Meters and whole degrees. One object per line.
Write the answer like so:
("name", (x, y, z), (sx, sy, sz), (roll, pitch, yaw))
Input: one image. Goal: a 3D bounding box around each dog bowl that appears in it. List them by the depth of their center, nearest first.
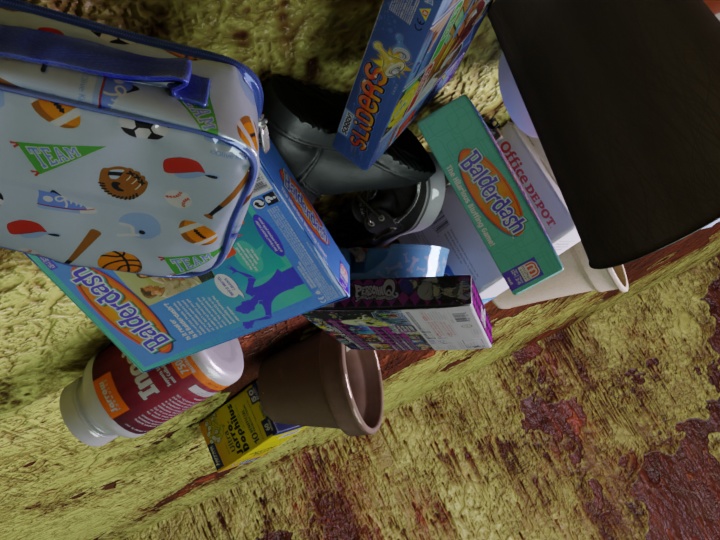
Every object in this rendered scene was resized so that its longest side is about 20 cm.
("dog bowl", (0.000, 0.000, 0.766), (0.200, 0.050, 0.111), (0, 175, 5))

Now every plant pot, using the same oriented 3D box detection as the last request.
("plant pot", (0.272, -0.031, 1.016), (0.183, 0.201, 0.200), (-23, 165, 25))
("plant pot", (-0.071, 0.187, 1.147), (0.174, 0.201, 0.200), (-14, 166, 17))

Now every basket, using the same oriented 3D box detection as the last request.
("basket", (0.190, -0.132, 0.486), (0.180, 0.200, 0.136), (-34, -176, -5))

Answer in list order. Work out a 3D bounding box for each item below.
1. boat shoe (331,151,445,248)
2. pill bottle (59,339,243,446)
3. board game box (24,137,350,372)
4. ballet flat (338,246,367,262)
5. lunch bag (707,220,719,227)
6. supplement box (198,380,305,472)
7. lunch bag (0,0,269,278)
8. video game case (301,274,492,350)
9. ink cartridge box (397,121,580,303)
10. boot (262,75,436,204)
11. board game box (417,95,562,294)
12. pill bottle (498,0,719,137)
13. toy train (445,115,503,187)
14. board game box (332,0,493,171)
("boat shoe", (0.019, -0.066, 0.713), (0.066, 0.070, 0.200), (-11, 174, -23))
("pill bottle", (-0.248, 0.126, 0.804), (0.200, 0.113, 0.113), (-31, 162, 11))
("board game box", (-0.130, -0.010, 0.530), (0.200, 0.045, 0.152), (-20, 127, 14))
("ballet flat", (-0.008, 0.016, 0.919), (0.076, 0.064, 0.200), (-28, 162, 0))
("lunch bag", (0.367, -0.143, 0.789), (0.169, 0.200, 0.127), (-14, 158, -32))
("supplement box", (-0.208, 0.302, 1.348), (0.200, 0.109, 0.109), (-39, 159, 31))
("lunch bag", (-0.150, -0.069, 0.375), (0.200, 0.076, 0.160), (9, 147, -18))
("video game case", (0.046, 0.053, 0.753), (0.181, 0.036, 0.200), (-3, 161, 16))
("ink cartridge box", (0.156, -0.056, 0.820), (0.200, 0.145, 0.084), (-38, 159, 32))
("boot", (-0.051, -0.072, 0.593), (0.200, 0.077, 0.168), (6, 140, -47))
("board game box", (0.117, -0.072, 0.604), (0.045, 0.152, 0.200), (-29, -177, 16))
("pill bottle", (0.230, -0.192, 0.607), (0.200, 0.112, 0.112), (-22, 161, -12))
("toy train", (0.087, -0.104, 0.773), (0.046, 0.034, 0.200), (-11, 156, -49))
("board game box", (0.052, -0.170, 0.448), (0.135, 0.034, 0.200), (-50, 175, -31))
